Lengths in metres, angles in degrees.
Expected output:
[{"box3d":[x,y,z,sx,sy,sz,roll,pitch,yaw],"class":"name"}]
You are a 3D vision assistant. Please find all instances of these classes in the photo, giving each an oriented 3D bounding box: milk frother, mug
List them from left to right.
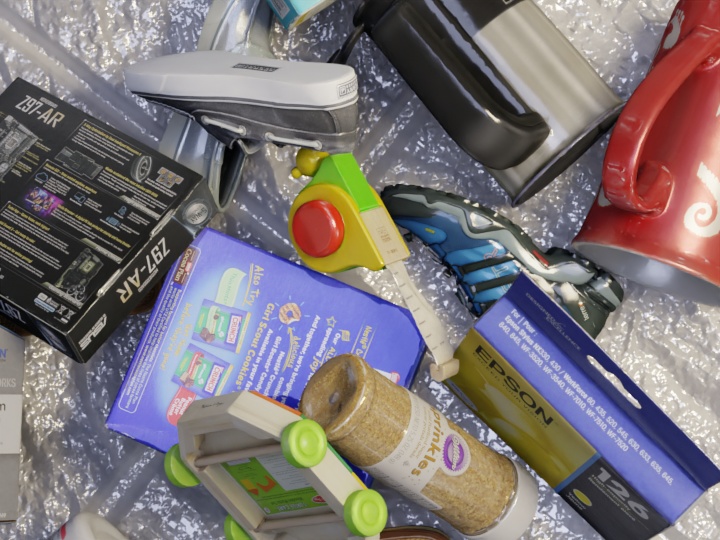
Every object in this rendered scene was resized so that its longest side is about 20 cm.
[{"box3d":[0.058,-0.120,1.511,0.188,0.180,0.200,50,134,7],"class":"milk frother"},{"box3d":[0.249,-0.091,1.461,0.133,0.178,0.201,21,83,6],"class":"mug"}]

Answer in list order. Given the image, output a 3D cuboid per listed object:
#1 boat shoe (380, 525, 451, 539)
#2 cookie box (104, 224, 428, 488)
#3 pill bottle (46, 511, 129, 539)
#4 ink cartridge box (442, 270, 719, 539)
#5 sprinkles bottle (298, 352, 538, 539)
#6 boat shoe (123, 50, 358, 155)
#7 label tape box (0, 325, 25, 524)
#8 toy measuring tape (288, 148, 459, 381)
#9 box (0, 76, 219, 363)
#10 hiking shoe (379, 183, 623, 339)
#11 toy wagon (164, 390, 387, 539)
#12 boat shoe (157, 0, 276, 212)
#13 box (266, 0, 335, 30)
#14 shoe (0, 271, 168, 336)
[{"box3d":[-0.024,0.240,1.508,0.199,0.068,0.072,-15,84,4],"class":"boat shoe"},{"box3d":[-0.065,0.081,1.520,0.199,0.075,0.172,23,87,6],"class":"cookie box"},{"box3d":[-0.243,0.282,1.503,0.200,0.109,0.109,-42,83,5],"class":"pill bottle"},{"box3d":[0.151,0.108,1.437,0.047,0.200,0.198,-43,82,-15],"class":"ink cartridge box"},{"box3d":[0.044,0.132,1.454,0.200,0.068,0.068,35,89,-36],"class":"sprinkles bottle"},{"box3d":[-0.087,-0.118,1.466,0.199,0.072,0.068,8,114,29],"class":"boat shoe"},{"box3d":[-0.308,0.081,1.502,0.063,0.144,0.201,2,90,-37],"class":"label tape box"},{"box3d":[0.000,0.000,1.469,0.073,0.074,0.201,-28,82,3],"class":"toy measuring tape"},{"box3d":[-0.231,-0.041,1.502,0.199,0.044,0.160,27,66,28],"class":"box"},{"box3d":[0.095,0.003,1.509,0.199,0.074,0.087,27,90,3],"class":"hiking shoe"},{"box3d":[-0.046,0.166,1.426,0.200,0.155,0.040,50,54,-20],"class":"toy wagon"},{"box3d":[-0.090,-0.139,1.540,0.071,0.070,0.202,23,94,19],"class":"boat shoe"},{"box3d":[0.019,-0.255,1.489,0.200,0.082,0.049,-34,94,-9],"class":"box"},{"box3d":[-0.241,0.008,1.559,0.199,0.053,0.070,-3,123,11],"class":"shoe"}]
